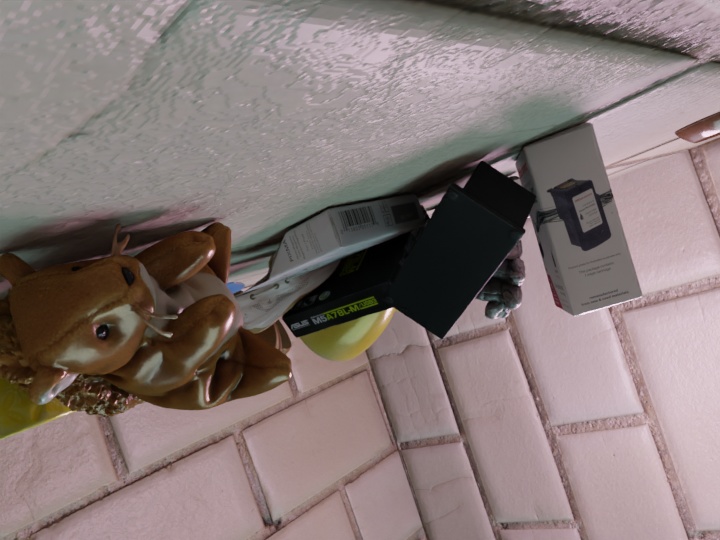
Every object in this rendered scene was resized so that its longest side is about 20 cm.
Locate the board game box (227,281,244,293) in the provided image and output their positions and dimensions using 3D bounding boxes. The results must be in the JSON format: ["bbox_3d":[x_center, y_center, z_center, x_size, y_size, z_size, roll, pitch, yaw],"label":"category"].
[{"bbox_3d":[-0.216,0.018,0.629,0.197,0.040,0.157,-9,174,-33],"label":"board game box"}]

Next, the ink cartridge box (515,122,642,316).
[{"bbox_3d":[0.258,-0.059,0.774,0.083,0.204,0.145,-16,179,9],"label":"ink cartridge box"}]

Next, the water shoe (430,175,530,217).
[{"bbox_3d":[0.192,-0.089,1.052,0.071,0.080,0.199,-17,177,-35],"label":"water shoe"}]

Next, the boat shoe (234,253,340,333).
[{"bbox_3d":[-0.102,0.004,0.912,0.070,0.070,0.200,-7,-150,50],"label":"boat shoe"}]

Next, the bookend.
[{"bbox_3d":[0.135,-0.058,0.775,0.199,0.091,0.201,-55,175,-43],"label":"bookend"}]

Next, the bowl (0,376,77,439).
[{"bbox_3d":[-0.342,0.099,0.535,0.197,0.110,0.200,-19,178,-1],"label":"bowl"}]

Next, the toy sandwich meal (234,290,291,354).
[{"bbox_3d":[-0.200,0.099,0.909,0.203,0.206,0.071,-17,149,-43],"label":"toy sandwich meal"}]

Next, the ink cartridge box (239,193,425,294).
[{"bbox_3d":[-0.042,-0.034,0.784,0.198,0.058,0.161,-16,-179,42],"label":"ink cartridge box"}]

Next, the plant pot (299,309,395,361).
[{"bbox_3d":[-0.012,0.043,1.119,0.198,0.203,0.141,-17,171,-44],"label":"plant pot"}]

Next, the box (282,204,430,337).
[{"bbox_3d":[0.000,0.000,0.936,0.191,0.048,0.201,-22,-155,34],"label":"box"}]

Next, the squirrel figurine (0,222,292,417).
[{"bbox_3d":[-0.179,0.050,0.452,0.197,0.144,0.186,-24,170,16],"label":"squirrel figurine"}]

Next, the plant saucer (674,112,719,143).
[{"bbox_3d":[0.747,-0.302,1.291,0.197,0.037,0.200,-20,178,-1],"label":"plant saucer"}]

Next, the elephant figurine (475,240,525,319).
[{"bbox_3d":[0.138,-0.002,0.962,0.196,0.144,0.155,1,164,-2],"label":"elephant figurine"}]
